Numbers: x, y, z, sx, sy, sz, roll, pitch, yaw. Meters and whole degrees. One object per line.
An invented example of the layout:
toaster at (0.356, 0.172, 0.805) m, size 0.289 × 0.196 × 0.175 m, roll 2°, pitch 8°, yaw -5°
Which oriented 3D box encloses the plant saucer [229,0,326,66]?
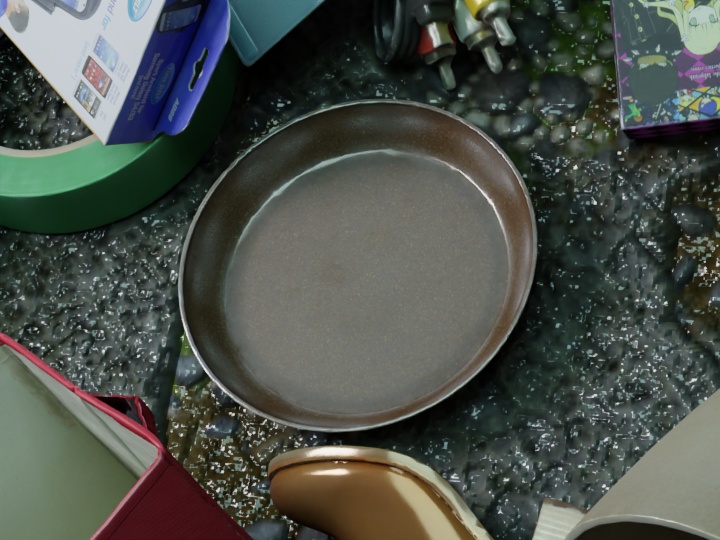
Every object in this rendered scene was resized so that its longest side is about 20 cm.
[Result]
plant saucer at (-0.006, -0.199, 1.230) m, size 0.200 × 0.019 × 0.070 m, roll -39°, pitch 70°, yaw 23°

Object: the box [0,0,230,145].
box at (-0.150, -0.162, 1.233) m, size 0.200 × 0.041 × 0.119 m, roll 48°, pitch 126°, yaw 31°

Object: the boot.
boot at (0.026, 0.177, 1.089) m, size 0.199 × 0.077 × 0.156 m, roll 15°, pitch 72°, yaw 15°

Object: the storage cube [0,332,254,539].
storage cube at (-0.138, 0.169, 1.041) m, size 0.200 × 0.180 × 0.171 m, roll -48°, pitch 38°, yaw -13°

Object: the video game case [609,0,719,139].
video game case at (0.231, -0.172, 1.193) m, size 0.199 × 0.036 × 0.182 m, roll -7°, pitch 81°, yaw 13°

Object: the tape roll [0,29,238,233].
tape roll at (-0.173, -0.120, 1.306) m, size 0.200 × 0.048 × 0.201 m, roll -7°, pitch 61°, yaw 13°

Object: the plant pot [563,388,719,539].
plant pot at (0.220, 0.105, 1.016) m, size 0.187 × 0.188 × 0.200 m, roll 24°, pitch 58°, yaw 25°

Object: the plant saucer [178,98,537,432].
plant saucer at (0.000, 0.000, 1.204) m, size 0.199 × 0.032 × 0.201 m, roll -6°, pitch 62°, yaw 12°

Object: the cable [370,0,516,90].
cable at (0.032, -0.199, 1.256) m, size 0.050 × 0.097 × 0.201 m, roll -4°, pitch 74°, yaw -33°
